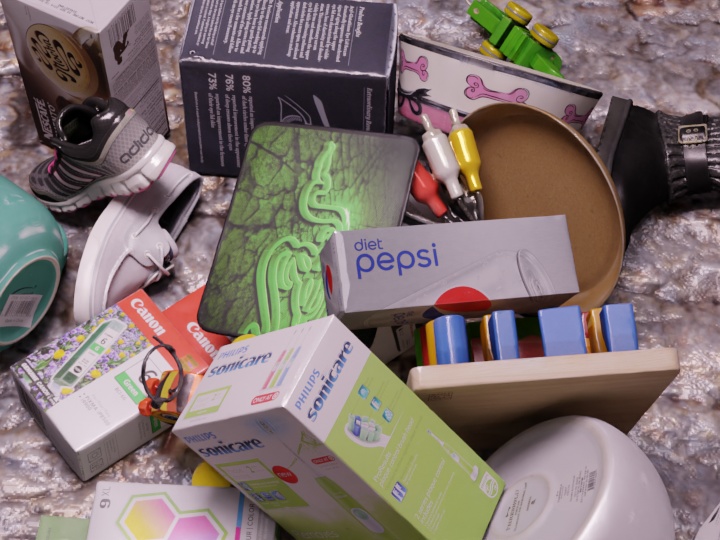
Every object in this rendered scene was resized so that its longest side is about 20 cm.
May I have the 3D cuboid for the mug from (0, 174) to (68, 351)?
[{"bbox_3d":[-0.316,-0.012,1.271,0.114,0.153,0.185,31,56,19],"label":"mug"}]

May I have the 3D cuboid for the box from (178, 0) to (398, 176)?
[{"bbox_3d":[-0.065,-0.171,1.409,0.197,0.149,0.105,5,50,2],"label":"box"}]

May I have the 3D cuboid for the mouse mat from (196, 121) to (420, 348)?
[{"bbox_3d":[-0.043,-0.032,1.250,0.159,0.008,0.203,7,70,19],"label":"mouse mat"}]

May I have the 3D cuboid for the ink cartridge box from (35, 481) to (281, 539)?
[{"bbox_3d":[-0.162,0.223,1.142,0.197,0.060,0.105,3,51,2],"label":"ink cartridge box"}]

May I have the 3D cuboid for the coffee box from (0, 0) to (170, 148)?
[{"bbox_3d":[-0.252,-0.191,1.386,0.112,0.201,0.080,24,57,17],"label":"coffee box"}]

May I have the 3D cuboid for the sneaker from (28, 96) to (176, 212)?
[{"bbox_3d":[-0.249,-0.111,1.343,0.199,0.088,0.074,-7,38,49],"label":"sneaker"}]

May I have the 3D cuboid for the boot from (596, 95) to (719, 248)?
[{"bbox_3d":[0.293,-0.079,1.383,0.156,0.080,0.213,13,51,10],"label":"boot"}]

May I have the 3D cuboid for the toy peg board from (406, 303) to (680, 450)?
[{"bbox_3d":[0.125,0.068,1.170,0.197,0.200,0.099,-4,69,-4],"label":"toy peg board"}]

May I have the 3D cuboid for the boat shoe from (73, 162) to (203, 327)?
[{"bbox_3d":[-0.197,-0.023,1.342,0.068,0.073,0.201,11,42,11],"label":"boat shoe"}]

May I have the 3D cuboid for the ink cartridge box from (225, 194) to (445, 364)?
[{"bbox_3d":[0.000,0.000,1.309,0.199,0.085,0.145,-31,60,-24],"label":"ink cartridge box"}]

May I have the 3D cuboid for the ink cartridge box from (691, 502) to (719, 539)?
[{"bbox_3d":[0.257,0.248,1.031,0.082,0.201,0.148,24,53,6],"label":"ink cartridge box"}]

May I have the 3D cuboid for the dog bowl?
[{"bbox_3d":[0.122,-0.160,1.393,0.197,0.075,0.200,15,10,-3],"label":"dog bowl"}]

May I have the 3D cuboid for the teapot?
[{"bbox_3d":[0.162,0.215,1.103,0.200,0.146,0.197,-49,23,-6],"label":"teapot"}]

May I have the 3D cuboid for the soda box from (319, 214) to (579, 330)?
[{"bbox_3d":[0.070,0.002,1.189,0.197,0.063,0.069,-4,75,-14],"label":"soda box"}]

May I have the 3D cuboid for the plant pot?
[{"bbox_3d":[0.152,-0.053,1.287,0.199,0.202,0.027,38,47,26],"label":"plant pot"}]

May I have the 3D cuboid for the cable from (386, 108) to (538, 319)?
[{"bbox_3d":[0.090,-0.039,1.257,0.096,0.050,0.201,-28,71,-12],"label":"cable"}]

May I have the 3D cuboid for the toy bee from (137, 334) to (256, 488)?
[{"bbox_3d":[-0.120,0.103,1.189,0.108,0.201,0.132,-3,44,45],"label":"toy bee"}]

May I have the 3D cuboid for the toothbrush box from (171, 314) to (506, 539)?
[{"bbox_3d":[-0.015,0.138,1.093,0.145,0.200,0.087,-16,35,49],"label":"toothbrush box"}]

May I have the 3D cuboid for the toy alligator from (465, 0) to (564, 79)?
[{"bbox_3d":[0.151,-0.247,1.537,0.054,0.060,0.200,10,31,-52],"label":"toy alligator"}]

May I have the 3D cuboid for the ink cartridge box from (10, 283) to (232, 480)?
[{"bbox_3d":[-0.183,0.078,1.265,0.199,0.051,0.109,-32,58,-23],"label":"ink cartridge box"}]
